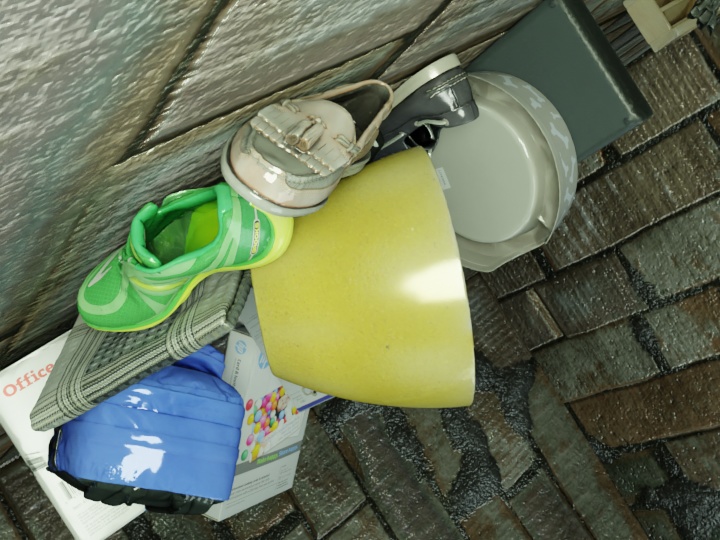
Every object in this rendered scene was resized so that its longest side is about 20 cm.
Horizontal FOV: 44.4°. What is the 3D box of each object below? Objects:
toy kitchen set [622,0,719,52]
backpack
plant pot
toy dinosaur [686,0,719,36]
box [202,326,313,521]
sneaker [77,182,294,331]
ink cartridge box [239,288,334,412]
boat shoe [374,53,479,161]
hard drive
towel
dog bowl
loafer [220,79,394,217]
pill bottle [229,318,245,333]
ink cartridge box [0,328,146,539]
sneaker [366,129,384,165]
[{"bbox_3d":[0.492,-0.351,1.118,0.180,0.163,0.200,-32,179,-34],"label":"toy kitchen set"},{"bbox_3d":[-0.198,0.137,0.815,0.162,0.168,0.200,10,171,-22],"label":"backpack"},{"bbox_3d":[-0.006,0.017,0.671,0.142,0.200,0.200,-11,178,-4],"label":"plant pot"},{"bbox_3d":[0.366,-0.334,0.904,0.136,0.102,0.200,-48,157,14],"label":"toy dinosaur"},{"bbox_3d":[-0.108,0.159,0.978,0.041,0.200,0.156,15,-173,24],"label":"box"},{"bbox_3d":[-0.141,-0.017,0.630,0.200,0.074,0.084,-27,151,29],"label":"sneaker"},{"bbox_3d":[-0.079,0.036,0.852,0.039,0.200,0.099,-30,179,-37],"label":"ink cartridge box"},{"bbox_3d":[0.041,-0.124,0.811,0.073,0.063,0.200,-33,179,-30],"label":"boat shoe"},{"bbox_3d":[0.163,-0.156,0.849,0.033,0.140,0.200,-31,178,-38],"label":"hard drive"},{"bbox_3d":[-0.170,0.030,0.734,0.192,0.035,0.200,-28,-157,16],"label":"towel"},{"bbox_3d":[0.120,-0.100,0.857,0.059,0.200,0.200,-30,178,-40],"label":"dog bowl"},{"bbox_3d":[-0.027,-0.090,0.565,0.063,0.072,0.200,-51,178,23],"label":"loafer"},{"bbox_3d":[-0.082,-0.011,1.032,0.200,0.114,0.114,-33,179,-20],"label":"pill bottle"},{"bbox_3d":[-0.285,0.168,0.938,0.146,0.200,0.084,-32,-178,-22],"label":"ink cartridge box"},{"bbox_3d":[-0.031,-0.073,0.791,0.080,0.071,0.200,-28,176,-21],"label":"sneaker"}]
